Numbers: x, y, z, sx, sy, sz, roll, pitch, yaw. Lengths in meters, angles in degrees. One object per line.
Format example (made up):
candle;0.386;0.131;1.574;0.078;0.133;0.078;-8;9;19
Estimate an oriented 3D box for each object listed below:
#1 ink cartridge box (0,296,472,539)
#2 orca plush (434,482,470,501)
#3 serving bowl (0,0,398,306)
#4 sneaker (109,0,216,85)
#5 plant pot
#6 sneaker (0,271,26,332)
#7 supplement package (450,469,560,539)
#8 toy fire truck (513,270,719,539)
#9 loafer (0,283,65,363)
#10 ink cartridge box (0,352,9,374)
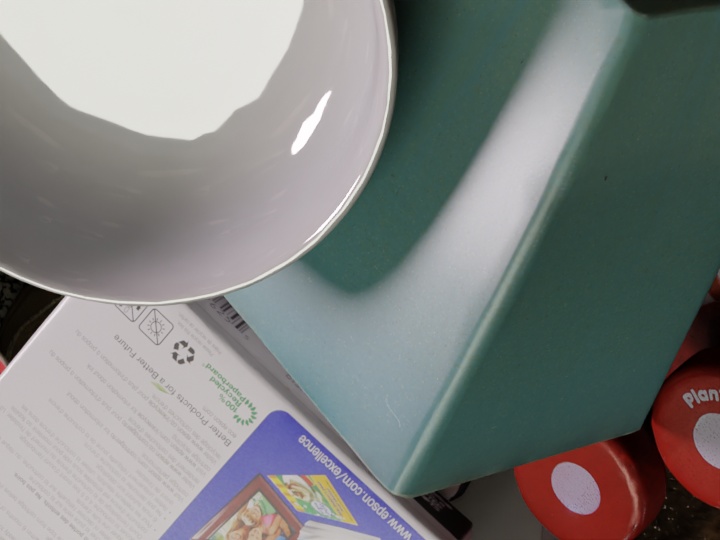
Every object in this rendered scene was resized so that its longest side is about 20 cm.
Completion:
ink cartridge box;-0.087;0.116;1.208;0.198;0.047;0.200;42;111;2
orca plush;0.000;0.000;1.188;0.200;0.071;0.105;48;147;-6
serving bowl;-0.080;-0.090;0.985;0.199;0.066;0.201;5;118;9
sneaker;-0.027;-0.129;1.031;0.200;0.073;0.115;-15;110;18
plant pot;0.060;-0.046;1.034;0.141;0.141;0.200;49;130;27
sneaker;-0.115;0.033;1.359;0.088;0.077;0.200;-26;126;32
supplement package;0.026;0.170;1.330;0.190;0.147;0.200;-7;135;18
toy fire truck;0.119;0.011;1.157;0.200;0.112;0.168;-22;99;46
loafer;-0.090;0.017;1.265;0.200;0.068;0.076;-31;116;27
ink cartridge box;-0.219;0.034;1.327;0.176;0.045;0.200;54;163;3
